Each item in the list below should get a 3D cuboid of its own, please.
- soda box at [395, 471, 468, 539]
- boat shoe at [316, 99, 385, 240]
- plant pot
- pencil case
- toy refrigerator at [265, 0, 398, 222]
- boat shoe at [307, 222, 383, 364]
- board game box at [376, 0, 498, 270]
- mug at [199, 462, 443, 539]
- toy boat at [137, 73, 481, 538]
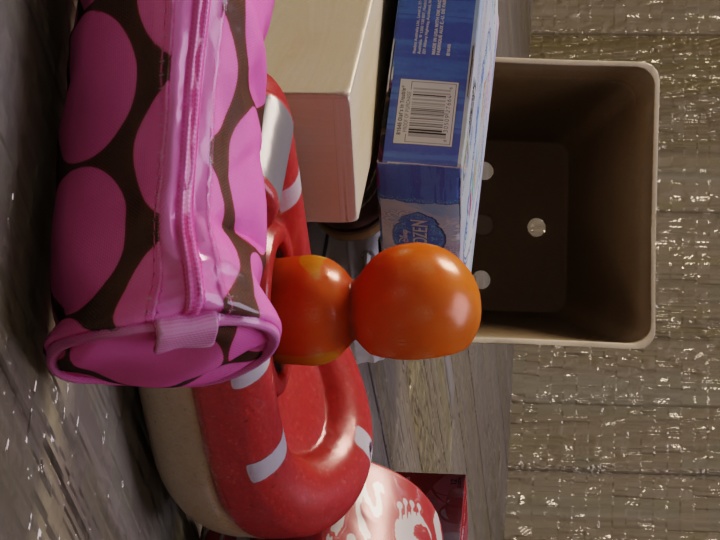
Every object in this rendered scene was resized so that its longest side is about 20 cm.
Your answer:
[{"bbox_3d":[0.042,0.244,1.700,0.200,0.063,0.070,-82,171,-46],"label":"soda box"},{"bbox_3d":[-0.006,-0.118,1.252,0.070,0.070,0.201,59,30,-62],"label":"boat shoe"},{"bbox_3d":[0.099,-0.041,1.681,0.177,0.199,0.201,138,-46,-83],"label":"plant pot"},{"bbox_3d":[-0.060,-0.063,0.756,0.094,0.090,0.201,-17,-110,60],"label":"pencil case"},{"bbox_3d":[-0.028,-0.098,1.046,0.200,0.076,0.070,-79,168,-57],"label":"toy refrigerator"},{"bbox_3d":[0.000,0.000,1.319,0.200,0.065,0.074,-78,166,-57],"label":"boat shoe"},{"bbox_3d":[0.041,-0.092,1.142,0.199,0.043,0.201,83,13,-64],"label":"board game box"},{"bbox_3d":[-0.015,0.201,0.980,0.200,0.133,0.178,-88,161,-44],"label":"mug"},{"bbox_3d":[-0.017,0.017,0.912,0.131,0.130,0.200,-81,168,-45],"label":"toy boat"}]
